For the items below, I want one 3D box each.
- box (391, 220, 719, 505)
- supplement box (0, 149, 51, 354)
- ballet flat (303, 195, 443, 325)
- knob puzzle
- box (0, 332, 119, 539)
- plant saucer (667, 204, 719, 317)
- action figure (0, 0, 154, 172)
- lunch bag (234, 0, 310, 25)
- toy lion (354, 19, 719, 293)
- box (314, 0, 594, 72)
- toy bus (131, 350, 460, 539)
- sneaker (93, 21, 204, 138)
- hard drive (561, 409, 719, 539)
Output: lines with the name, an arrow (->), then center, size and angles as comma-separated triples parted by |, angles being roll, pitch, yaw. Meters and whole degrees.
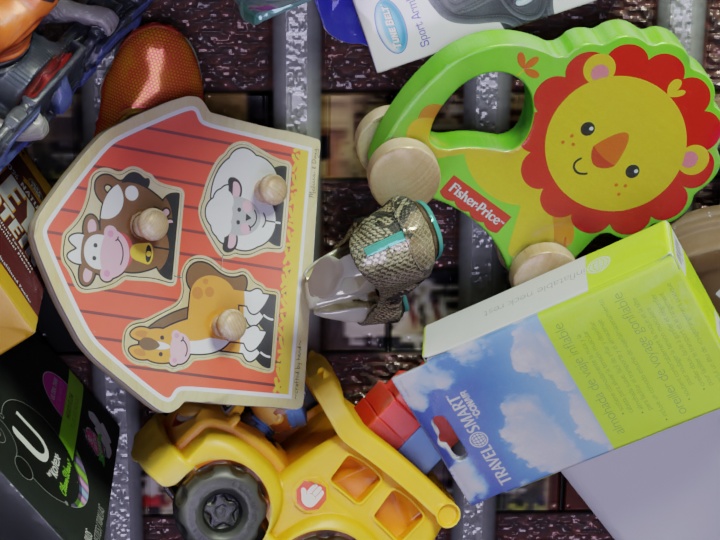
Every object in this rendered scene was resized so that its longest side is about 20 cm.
box -> 0.134, 0.063, 1.531 | 0.199, 0.048, 0.122 | -24, 118, 17
supplement box -> -0.306, -0.004, 1.471 | 0.196, 0.200, 0.133 | -31, 110, 11
ballet flat -> 0.000, 0.000, 1.496 | 0.075, 0.200, 0.068 | -23, 83, -11
knob puzzle -> -0.111, -0.011, 1.477 | 0.218, 0.030, 0.222 | 2, 86, -33
box -> -0.250, 0.129, 1.531 | 0.124, 0.200, 0.149 | -34, 111, 13
plant saucer -> 0.256, 0.046, 1.582 | 0.198, 0.030, 0.201 | 6, 125, 9
action figure -> -0.201, -0.160, 1.434 | 0.104, 0.200, 0.194 | 28, 140, 14
lunch bag -> -0.058, -0.240, 1.357 | 0.121, 0.200, 0.171 | -23, 89, 5
toy lion -> 0.125, -0.085, 1.518 | 0.199, 0.069, 0.192 | 34, 108, -24
box -> 0.063, -0.205, 1.488 | 0.199, 0.042, 0.120 | -19, 113, 4
toy bus -> -0.026, 0.124, 1.587 | 0.200, 0.136, 0.192 | 40, 93, -15
sneaker -> -0.143, -0.059, 1.521 | 0.072, 0.077, 0.202 | 12, 108, -6
hard drive -> 0.205, 0.124, 1.613 | 0.131, 0.026, 0.200 | -27, 115, 27
